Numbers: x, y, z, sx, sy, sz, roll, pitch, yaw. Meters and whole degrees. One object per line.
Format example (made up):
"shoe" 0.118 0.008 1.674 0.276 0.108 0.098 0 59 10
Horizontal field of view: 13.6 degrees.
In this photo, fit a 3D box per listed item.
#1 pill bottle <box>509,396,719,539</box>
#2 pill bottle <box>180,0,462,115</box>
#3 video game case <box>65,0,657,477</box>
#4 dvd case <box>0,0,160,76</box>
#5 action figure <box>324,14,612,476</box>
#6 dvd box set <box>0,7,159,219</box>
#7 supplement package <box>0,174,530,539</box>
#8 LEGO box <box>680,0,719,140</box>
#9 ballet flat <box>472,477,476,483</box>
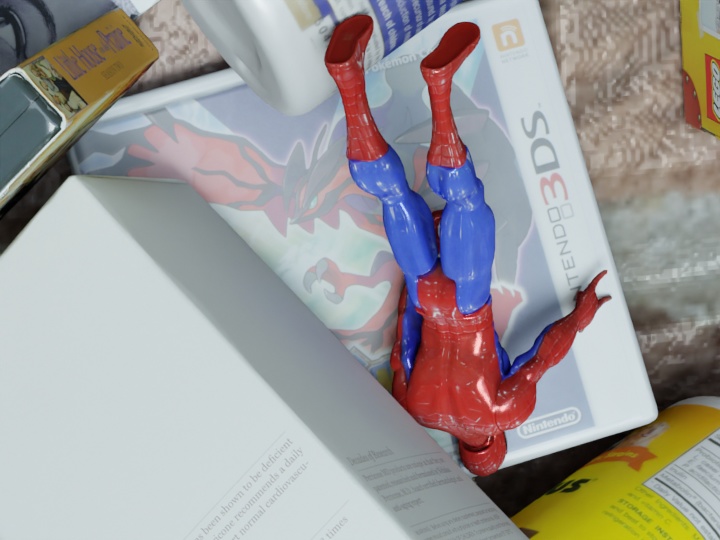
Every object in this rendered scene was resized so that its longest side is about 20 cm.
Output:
"pill bottle" 0.120 0.122 1.199 0.200 0.109 0.110 -31 109 -34
"pill bottle" 0.020 -0.161 1.134 0.200 0.120 0.120 -36 107 -8
"video game case" 0.000 0.000 1.193 0.199 0.023 0.183 -16 88 -8
"dvd case" -0.192 -0.111 1.156 0.200 0.016 0.149 -37 107 -3
"action figure" 0.042 -0.016 1.137 0.065 0.099 0.201 7 127 24
"dvd box set" -0.144 -0.026 1.077 0.029 0.200 0.146 45 100 -4
"supplement package" -0.055 0.074 1.095 0.200 0.117 0.117 46 105 13
"LEGO box" 0.179 -0.144 1.160 0.077 0.149 0.201 -7 104 -11
"ballet flat" 0.025 0.132 1.232 0.075 0.064 0.201 -14 105 -20
